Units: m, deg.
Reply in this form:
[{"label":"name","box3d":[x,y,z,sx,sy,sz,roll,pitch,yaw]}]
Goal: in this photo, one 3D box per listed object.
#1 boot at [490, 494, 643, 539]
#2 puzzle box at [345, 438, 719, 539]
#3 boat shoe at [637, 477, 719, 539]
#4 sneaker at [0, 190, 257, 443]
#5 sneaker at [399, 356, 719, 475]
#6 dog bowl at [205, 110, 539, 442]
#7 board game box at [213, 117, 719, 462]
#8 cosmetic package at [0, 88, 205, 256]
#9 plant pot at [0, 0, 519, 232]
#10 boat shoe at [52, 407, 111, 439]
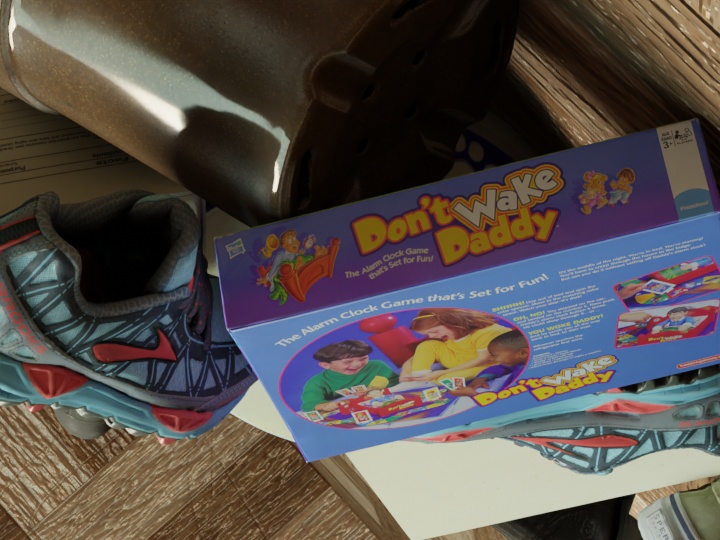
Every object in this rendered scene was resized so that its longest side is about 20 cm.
[{"label":"boot","box3d":[0.078,0.089,1.413,0.174,0.069,0.200,38,-157,-17]},{"label":"puzzle box","box3d":[0.084,0.064,1.237,0.133,0.200,0.025,56,-149,-36]},{"label":"boat shoe","box3d":[0.199,0.141,1.312,0.072,0.062,0.200,66,-165,16]},{"label":"sneaker","box3d":[-0.089,0.014,1.061,0.200,0.096,0.079,8,-131,-55]},{"label":"sneaker","box3d":[0.083,0.064,1.162,0.096,0.200,0.079,71,-159,-44]},{"label":"dog bowl","box3d":[0.000,0.000,1.264,0.200,0.200,0.079,56,-149,-38]},{"label":"board game box","box3d":[0.055,0.012,1.060,0.134,0.200,0.045,65,-167,-60]},{"label":"cosmetic package","box3d":[-0.148,-0.059,1.210,0.200,0.105,0.071,-116,22,-48]},{"label":"plant pot","box3d":[-0.054,-0.117,1.093,0.198,0.200,0.200,37,167,25]},{"label":"boat shoe","box3d":[-0.135,0.000,1.242,0.200,0.067,0.057,-95,7,-52]}]
